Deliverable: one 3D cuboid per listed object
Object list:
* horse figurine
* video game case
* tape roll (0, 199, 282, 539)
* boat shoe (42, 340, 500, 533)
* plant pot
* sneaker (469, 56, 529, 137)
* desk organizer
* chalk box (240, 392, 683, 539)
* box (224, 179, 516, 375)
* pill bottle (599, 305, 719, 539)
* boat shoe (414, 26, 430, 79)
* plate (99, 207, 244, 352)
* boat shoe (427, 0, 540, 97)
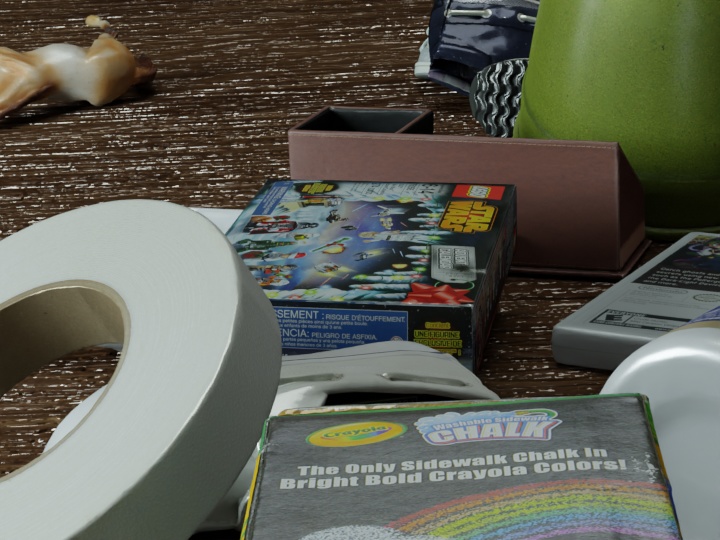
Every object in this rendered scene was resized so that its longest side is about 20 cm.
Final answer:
[{"bbox_3d":[-0.238,-0.158,1.680,0.199,0.050,0.133,-5,28,-30],"label":"horse figurine"},{"bbox_3d":[0.223,0.022,1.073,0.199,0.024,0.182,6,20,30],"label":"video game case"},{"bbox_3d":[-0.125,0.055,0.823,0.202,0.037,0.203,-21,38,17],"label":"tape roll"},{"bbox_3d":[-0.030,0.074,0.873,0.199,0.072,0.066,-5,13,-31],"label":"boat shoe"},{"bbox_3d":[0.187,-0.156,1.264,0.199,0.194,0.201,-3,38,2],"label":"plant pot"},{"bbox_3d":[0.175,-0.105,1.436,0.199,0.070,0.090,7,11,17],"label":"sneaker"},{"bbox_3d":[0.061,-0.047,1.229,0.199,0.078,0.072,3,18,20],"label":"desk organizer"},{"bbox_3d":[0.032,0.114,0.633,0.124,0.125,0.200,-3,16,4],"label":"chalk box"},{"bbox_3d":[0.000,0.000,1.045,0.136,0.040,0.200,2,18,9],"label":"box"},{"bbox_3d":[0.185,0.052,0.827,0.111,0.112,0.200,11,21,39],"label":"pill bottle"},{"bbox_3d":[0.098,-0.194,1.727,0.074,0.065,0.202,5,20,27],"label":"boat shoe"},{"bbox_3d":[-0.045,0.011,1.135,0.199,0.033,0.200,3,18,19],"label":"plate"},{"bbox_3d":[0.142,-0.157,1.620,0.199,0.075,0.093,16,60,0],"label":"boat shoe"}]
